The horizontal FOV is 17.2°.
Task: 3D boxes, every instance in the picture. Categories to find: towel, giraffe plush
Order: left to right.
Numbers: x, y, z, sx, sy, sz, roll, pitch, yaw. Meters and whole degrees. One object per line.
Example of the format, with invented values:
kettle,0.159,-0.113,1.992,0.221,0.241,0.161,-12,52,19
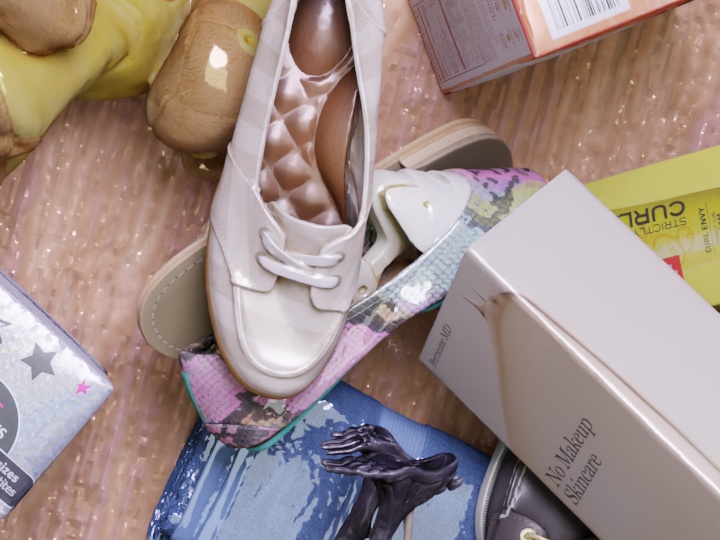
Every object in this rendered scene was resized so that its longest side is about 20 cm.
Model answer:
giraffe plush,-0.103,-0.107,1.099,0.161,0.173,0.201,24,50,-18
towel,0.007,0.124,1.149,0.199,0.049,0.112,27,85,-7

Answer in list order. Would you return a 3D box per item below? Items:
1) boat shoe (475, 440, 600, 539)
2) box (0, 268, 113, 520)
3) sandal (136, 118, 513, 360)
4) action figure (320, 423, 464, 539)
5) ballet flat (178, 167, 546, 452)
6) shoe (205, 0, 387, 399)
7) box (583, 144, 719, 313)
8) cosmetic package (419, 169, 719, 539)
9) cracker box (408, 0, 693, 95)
boat shoe,0.086,0.154,1.102,0.071,0.061,0.203,13,81,-9
box,-0.219,0.024,1.071,0.200,0.132,0.115,42,85,-6
sandal,-0.030,-0.026,1.144,0.211,0.070,0.078,-25,133,-24
action figure,-0.005,0.175,1.068,0.101,0.119,0.202,2,100,-10
ballet flat,0.000,0.000,1.095,0.200,0.069,0.071,-38,117,-11
shoe,-0.028,-0.043,1.037,0.069,0.053,0.202,8,91,-4
box,0.155,-0.015,1.100,0.050,0.199,0.076,-4,83,-44
cosmetic package,0.127,0.065,1.054,0.200,0.104,0.073,43,59,16
cracker box,0.107,-0.135,1.090,0.133,0.200,0.058,-22,94,-8
